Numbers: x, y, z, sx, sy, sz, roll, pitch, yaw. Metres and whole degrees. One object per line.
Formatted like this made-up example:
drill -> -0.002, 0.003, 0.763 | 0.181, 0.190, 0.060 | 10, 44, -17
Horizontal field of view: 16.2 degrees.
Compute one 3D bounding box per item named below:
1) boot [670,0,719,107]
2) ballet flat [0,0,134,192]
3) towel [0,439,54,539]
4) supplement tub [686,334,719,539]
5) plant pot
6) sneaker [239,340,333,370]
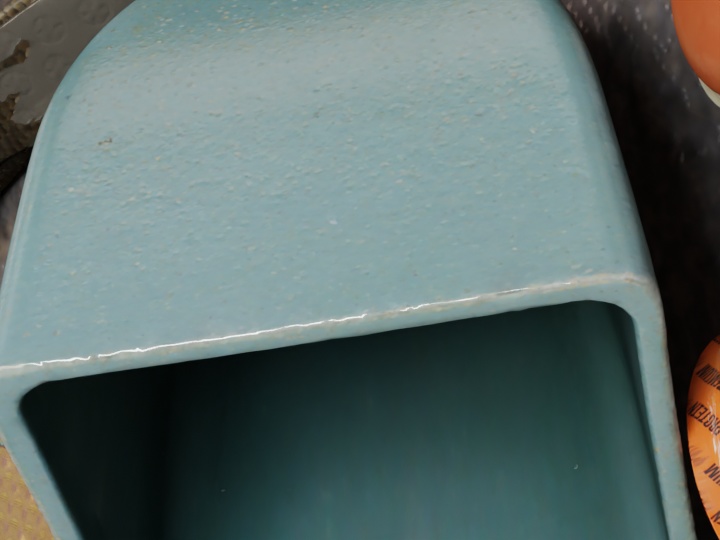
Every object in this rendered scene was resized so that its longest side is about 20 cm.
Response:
boot -> 0.115, -0.149, 0.815 | 0.075, 0.107, 0.201 | 4, 94, 40
ballet flat -> -0.158, -0.069, 1.104 | 0.200, 0.067, 0.047 | -47, 29, 35
towel -> -0.132, 0.128, 1.000 | 0.146, 0.022, 0.201 | 16, 98, 39
supplement tub -> 0.199, 0.029, 0.721 | 0.200, 0.122, 0.123 | -27, 71, 40
plant pot -> 0.000, 0.000, 0.833 | 0.195, 0.197, 0.201 | -8, 50, 7
sneaker -> -0.063, -0.018, 0.982 | 0.090, 0.067, 0.200 | -33, 61, -8
